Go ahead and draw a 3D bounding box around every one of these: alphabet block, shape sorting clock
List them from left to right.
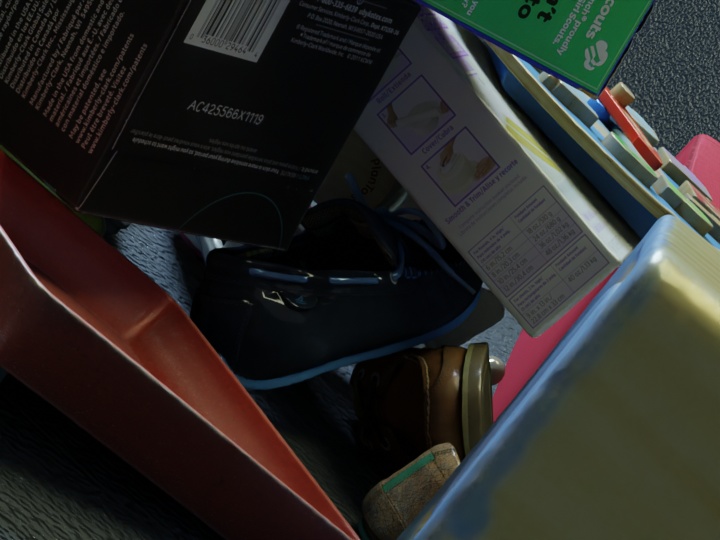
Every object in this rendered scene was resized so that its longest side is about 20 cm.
[{"bbox_3d":[0.118,-0.077,1.319,0.200,0.039,0.200,47,10,-11],"label":"shape sorting clock"},{"bbox_3d":[0.132,0.118,0.997,0.200,0.196,0.196,40,11,3],"label":"alphabet block"}]

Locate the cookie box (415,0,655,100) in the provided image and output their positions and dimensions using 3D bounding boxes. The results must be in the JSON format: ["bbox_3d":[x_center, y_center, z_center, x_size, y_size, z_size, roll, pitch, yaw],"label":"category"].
[{"bbox_3d":[0.014,-0.171,1.142,0.199,0.075,0.171,23,15,-37],"label":"cookie box"}]

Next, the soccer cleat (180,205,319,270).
[{"bbox_3d":[-0.055,-0.034,1.342,0.200,0.069,0.087,-121,-161,-63],"label":"soccer cleat"}]

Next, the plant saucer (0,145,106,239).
[{"bbox_3d":[-0.198,-0.066,1.147,0.200,0.031,0.200,39,9,-7],"label":"plant saucer"}]

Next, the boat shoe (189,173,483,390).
[{"bbox_3d":[0.000,0.000,1.220,0.084,0.069,0.200,12,20,28],"label":"boat shoe"}]

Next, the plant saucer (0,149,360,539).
[{"bbox_3d":[-0.104,0.020,1.002,0.200,0.037,0.200,43,3,-40],"label":"plant saucer"}]

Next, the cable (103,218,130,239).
[{"bbox_3d":[-0.135,-0.051,1.359,0.200,0.050,0.098,-92,158,-61],"label":"cable"}]

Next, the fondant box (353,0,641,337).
[{"bbox_3d":[0.047,-0.068,1.262,0.200,0.058,0.144,49,12,3],"label":"fondant box"}]

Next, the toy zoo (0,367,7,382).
[{"bbox_3d":[-0.204,-0.015,0.904,0.200,0.020,0.131,36,9,-21],"label":"toy zoo"}]

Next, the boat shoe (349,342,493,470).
[{"bbox_3d":[0.028,0.070,1.249,0.067,0.073,0.200,1,-4,1],"label":"boat shoe"}]

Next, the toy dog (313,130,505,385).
[{"bbox_3d":[0.035,-0.019,1.394,0.132,0.096,0.201,-113,178,-49],"label":"toy dog"}]

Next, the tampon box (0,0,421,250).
[{"bbox_3d":[-0.107,-0.122,1.135,0.200,0.127,0.150,40,17,31],"label":"tampon box"}]

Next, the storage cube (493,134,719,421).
[{"bbox_3d":[0.187,0.066,1.463,0.171,0.200,0.180,39,25,-4],"label":"storage cube"}]

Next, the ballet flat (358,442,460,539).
[{"bbox_3d":[0.087,0.135,1.177,0.200,0.067,0.068,33,14,-36],"label":"ballet flat"}]
